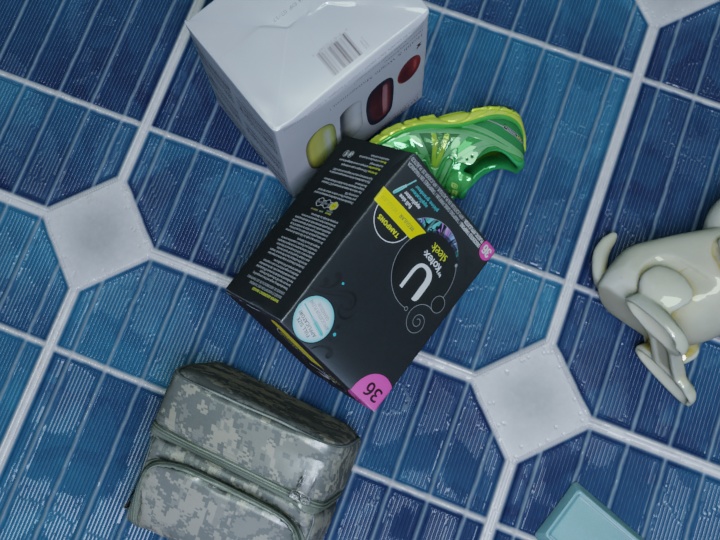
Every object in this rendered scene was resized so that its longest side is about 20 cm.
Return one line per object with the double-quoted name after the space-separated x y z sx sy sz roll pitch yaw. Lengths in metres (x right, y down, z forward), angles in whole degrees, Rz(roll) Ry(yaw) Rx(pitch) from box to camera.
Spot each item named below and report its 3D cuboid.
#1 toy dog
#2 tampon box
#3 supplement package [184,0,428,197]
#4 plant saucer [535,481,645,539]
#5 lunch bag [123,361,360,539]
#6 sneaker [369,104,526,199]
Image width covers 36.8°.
0.350 0.005 1.080 0.199 0.140 0.194 -35 41 -5 "toy dog"
0.000 0.000 1.049 0.150 0.126 0.201 44 78 -32 "tampon box"
-0.047 -0.212 1.095 0.190 0.200 0.148 -38 79 -7 "supplement package"
0.268 0.299 1.056 0.199 0.019 0.070 40 81 9 "plant saucer"
-0.112 0.202 1.036 0.197 0.139 0.170 23 94 8 "lunch bag"
0.082 -0.115 1.133 0.196 0.074 0.085 -14 72 -2 "sneaker"
